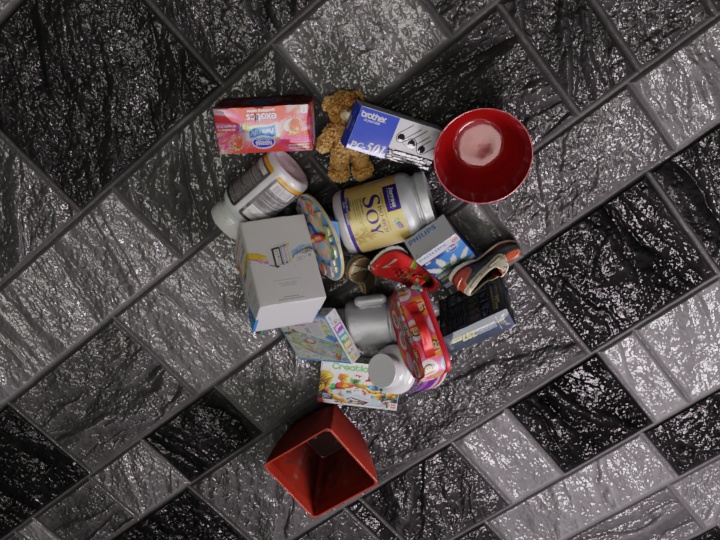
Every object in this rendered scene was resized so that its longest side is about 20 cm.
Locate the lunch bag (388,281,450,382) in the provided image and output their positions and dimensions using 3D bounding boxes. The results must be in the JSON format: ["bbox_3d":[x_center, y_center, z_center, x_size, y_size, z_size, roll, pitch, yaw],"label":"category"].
[{"bbox_3d":[0.122,0.131,1.622,0.082,0.176,0.200,-17,78,-7],"label":"lunch bag"}]

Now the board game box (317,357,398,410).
[{"bbox_3d":[-0.002,0.274,1.897,0.200,0.035,0.126,6,115,0],"label":"board game box"}]

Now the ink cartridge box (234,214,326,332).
[{"bbox_3d":[-0.177,0.005,1.651,0.145,0.200,0.147,-9,158,-18],"label":"ink cartridge box"}]

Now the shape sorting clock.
[{"bbox_3d":[-0.090,-0.071,1.662,0.039,0.200,0.200,-20,117,-22],"label":"shape sorting clock"}]

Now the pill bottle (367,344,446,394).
[{"bbox_3d":[0.107,0.224,1.772,0.112,0.200,0.113,-2,87,37],"label":"pill bottle"}]

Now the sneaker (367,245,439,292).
[{"bbox_3d":[0.104,0.004,1.692,0.200,0.085,0.077,12,123,-43],"label":"sneaker"}]

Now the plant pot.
[{"bbox_3d":[-0.089,0.448,1.905,0.200,0.176,0.200,-33,109,17],"label":"plant pot"}]

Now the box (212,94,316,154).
[{"bbox_3d":[-0.196,-0.304,1.603,0.200,0.095,0.100,-2,115,4],"label":"box"}]

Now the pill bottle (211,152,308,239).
[{"bbox_3d":[-0.220,-0.162,1.661,0.200,0.116,0.116,-38,108,19],"label":"pill bottle"}]

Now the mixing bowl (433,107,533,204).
[{"bbox_3d":[0.249,-0.251,1.598,0.200,0.108,0.200,1,116,2],"label":"mixing bowl"}]

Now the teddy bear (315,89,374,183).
[{"bbox_3d":[-0.024,-0.276,1.623,0.145,0.067,0.200,12,116,-5],"label":"teddy bear"}]

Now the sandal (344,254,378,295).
[{"bbox_3d":[0.000,0.000,1.706,0.054,0.200,0.080,31,88,22],"label":"sandal"}]

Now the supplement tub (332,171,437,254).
[{"bbox_3d":[0.054,-0.125,1.647,0.200,0.145,0.145,-16,113,10],"label":"supplement tub"}]

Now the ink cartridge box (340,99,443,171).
[{"bbox_3d":[0.068,-0.277,1.594,0.200,0.044,0.094,12,115,-25],"label":"ink cartridge box"}]

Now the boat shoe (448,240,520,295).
[{"bbox_3d":[0.284,-0.005,1.682,0.200,0.063,0.071,-25,143,-31],"label":"boat shoe"}]

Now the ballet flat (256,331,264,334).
[{"bbox_3d":[-0.215,0.051,1.793,0.068,0.068,0.200,28,103,1],"label":"ballet flat"}]

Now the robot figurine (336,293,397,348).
[{"bbox_3d":[0.036,0.119,1.780,0.200,0.113,0.170,-8,135,7],"label":"robot figurine"}]

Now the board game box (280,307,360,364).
[{"bbox_3d":[-0.103,0.148,1.779,0.200,0.034,0.135,-2,124,48],"label":"board game box"}]

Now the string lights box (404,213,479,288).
[{"bbox_3d":[0.182,-0.038,1.660,0.103,0.059,0.200,-35,151,12],"label":"string lights box"}]

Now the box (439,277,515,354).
[{"bbox_3d":[0.255,0.093,1.708,0.158,0.200,0.051,-27,108,14],"label":"box"}]
